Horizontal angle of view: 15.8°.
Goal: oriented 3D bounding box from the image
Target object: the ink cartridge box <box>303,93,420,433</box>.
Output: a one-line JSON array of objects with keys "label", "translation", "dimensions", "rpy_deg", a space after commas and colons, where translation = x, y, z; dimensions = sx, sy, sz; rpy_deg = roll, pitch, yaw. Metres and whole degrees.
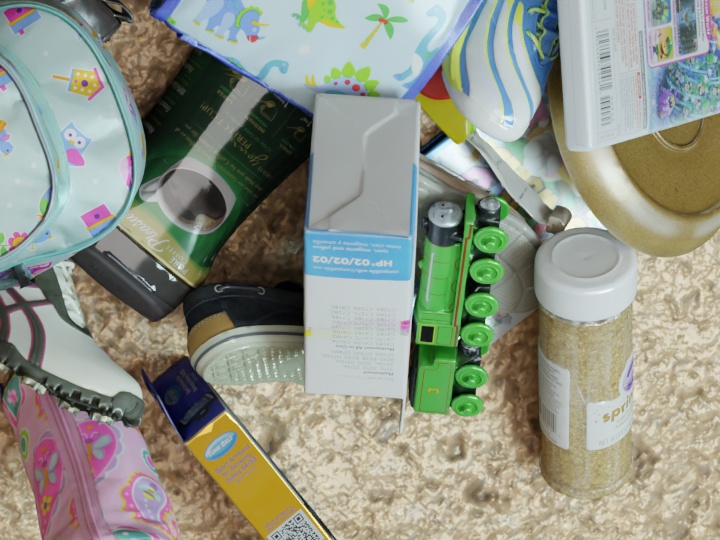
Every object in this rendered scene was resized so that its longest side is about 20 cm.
[{"label": "ink cartridge box", "translation": [0.000, 0.000, 1.618], "dimensions": [0.068, 0.115, 0.200], "rpy_deg": [3, 140, 2]}]

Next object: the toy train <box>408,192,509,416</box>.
[{"label": "toy train", "translation": [0.062, 0.024, 1.716], "dimensions": [0.056, 0.042, 0.200], "rpy_deg": [5, 136, 0]}]

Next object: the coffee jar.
[{"label": "coffee jar", "translation": [-0.105, -0.068, 1.673], "dimensions": [0.104, 0.085, 0.200], "rpy_deg": [42, 90, -21]}]

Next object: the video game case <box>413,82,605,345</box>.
[{"label": "video game case", "translation": [0.100, -0.042, 1.778], "dimensions": [0.200, 0.018, 0.143], "rpy_deg": [-38, 113, -3]}]

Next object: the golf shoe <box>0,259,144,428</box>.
[{"label": "golf shoe", "translation": [-0.205, 0.026, 1.626], "dimensions": [0.088, 0.200, 0.077], "rpy_deg": [-55, 155, -6]}]

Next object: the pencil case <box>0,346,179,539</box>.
[{"label": "pencil case", "translation": [-0.172, 0.132, 1.651], "dimensions": [0.087, 0.200, 0.087], "rpy_deg": [-13, 136, -13]}]

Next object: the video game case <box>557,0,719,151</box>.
[{"label": "video game case", "translation": [0.182, -0.188, 1.648], "dimensions": [0.182, 0.024, 0.200], "rpy_deg": [-18, 107, -50]}]

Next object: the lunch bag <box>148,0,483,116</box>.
[{"label": "lunch bag", "translation": [-0.012, -0.199, 1.597], "dimensions": [0.170, 0.127, 0.200], "rpy_deg": [30, 89, -19]}]

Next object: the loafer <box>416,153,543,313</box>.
[{"label": "loafer", "translation": [0.058, -0.040, 1.722], "dimensions": [0.072, 0.063, 0.200], "rpy_deg": [-38, 132, 24]}]

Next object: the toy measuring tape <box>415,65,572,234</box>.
[{"label": "toy measuring tape", "translation": [0.085, -0.114, 1.711], "dimensions": [0.074, 0.074, 0.200], "rpy_deg": [-44, 96, -1]}]

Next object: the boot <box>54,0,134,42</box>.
[{"label": "boot", "translation": [-0.260, -0.164, 1.613], "dimensions": [0.200, 0.069, 0.174], "rpy_deg": [-29, 120, 1]}]

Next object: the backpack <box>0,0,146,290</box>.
[{"label": "backpack", "translation": [-0.230, -0.072, 1.550], "dimensions": [0.200, 0.153, 0.176], "rpy_deg": [-23, 93, -5]}]

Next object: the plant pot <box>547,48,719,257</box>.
[{"label": "plant pot", "translation": [0.200, -0.109, 1.723], "dimensions": [0.200, 0.027, 0.200], "rpy_deg": [12, 73, -43]}]

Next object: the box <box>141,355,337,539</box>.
[{"label": "box", "translation": [-0.072, 0.139, 1.724], "dimensions": [0.041, 0.119, 0.200], "rpy_deg": [-37, 113, -4]}]

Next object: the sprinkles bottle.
[{"label": "sprinkles bottle", "translation": [0.153, 0.065, 1.760], "dimensions": [0.068, 0.068, 0.200], "rpy_deg": [-15, 133, -12]}]

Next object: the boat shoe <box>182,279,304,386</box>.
[{"label": "boat shoe", "translation": [-0.041, 0.039, 1.710], "dimensions": [0.200, 0.062, 0.075], "rpy_deg": [4, 142, -48]}]

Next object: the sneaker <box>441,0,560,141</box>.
[{"label": "sneaker", "translation": [0.106, -0.179, 1.640], "dimensions": [0.076, 0.200, 0.105], "rpy_deg": [25, 137, -25]}]
